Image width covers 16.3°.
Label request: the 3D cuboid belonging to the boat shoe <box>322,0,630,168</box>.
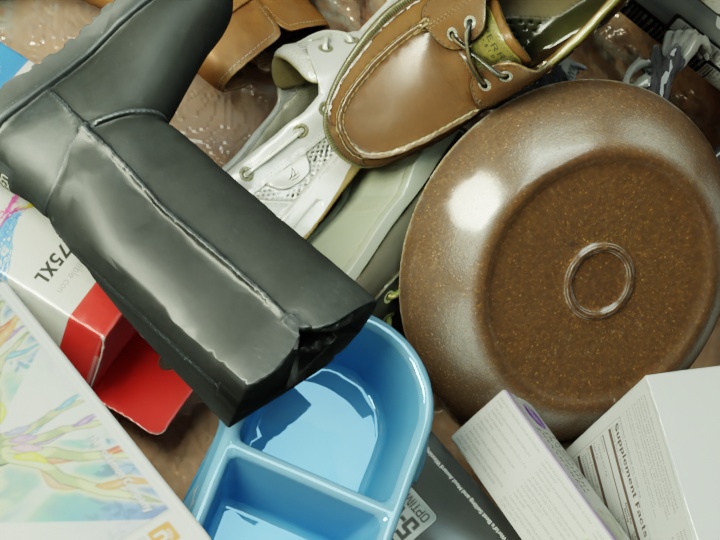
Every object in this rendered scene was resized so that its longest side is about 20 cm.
[{"bbox_3d":[0.064,-0.122,1.276,0.200,0.068,0.072,-39,102,3],"label":"boat shoe"}]

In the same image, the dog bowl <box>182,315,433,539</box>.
[{"bbox_3d":[-0.029,0.106,1.203,0.111,0.050,0.201,24,66,-5],"label":"dog bowl"}]

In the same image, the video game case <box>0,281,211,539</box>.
[{"bbox_3d":[-0.190,0.109,1.121,0.182,0.022,0.200,-30,50,-17],"label":"video game case"}]

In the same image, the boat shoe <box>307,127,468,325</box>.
[{"bbox_3d":[0.002,0.000,1.323,0.060,0.072,0.202,50,62,-27],"label":"boat shoe"}]

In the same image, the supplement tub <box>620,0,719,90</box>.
[{"bbox_3d":[0.238,-0.152,1.421,0.200,0.123,0.123,37,57,-1],"label":"supplement tub"}]

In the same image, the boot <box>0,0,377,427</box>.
[{"bbox_3d":[-0.066,-0.042,1.206,0.165,0.066,0.200,-41,67,-20],"label":"boot"}]

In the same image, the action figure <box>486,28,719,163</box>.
[{"bbox_3d":[0.152,-0.070,1.395,0.200,0.119,0.102,29,57,-21],"label":"action figure"}]

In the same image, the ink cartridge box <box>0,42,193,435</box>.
[{"bbox_3d":[-0.151,-0.021,1.261,0.200,0.067,0.116,32,57,5],"label":"ink cartridge box"}]

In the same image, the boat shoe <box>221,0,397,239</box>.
[{"bbox_3d":[-0.015,-0.098,1.343,0.069,0.071,0.200,41,67,-16],"label":"boat shoe"}]

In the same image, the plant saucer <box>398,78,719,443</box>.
[{"bbox_3d":[0.118,0.001,1.317,0.200,0.037,0.201,-8,109,-23],"label":"plant saucer"}]

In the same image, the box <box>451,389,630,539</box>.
[{"bbox_3d":[0.117,0.147,1.246,0.200,0.041,0.039,54,12,31],"label":"box"}]

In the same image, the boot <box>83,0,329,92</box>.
[{"bbox_3d":[-0.124,-0.150,1.351,0.200,0.077,0.155,-27,75,-42],"label":"boot"}]

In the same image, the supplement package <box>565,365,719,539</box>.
[{"bbox_3d":[0.233,0.135,1.324,0.199,0.111,0.156,-5,67,-25],"label":"supplement package"}]

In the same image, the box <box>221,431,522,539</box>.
[{"bbox_3d":[0.024,0.186,1.249,0.158,0.050,0.200,-37,82,-31],"label":"box"}]
